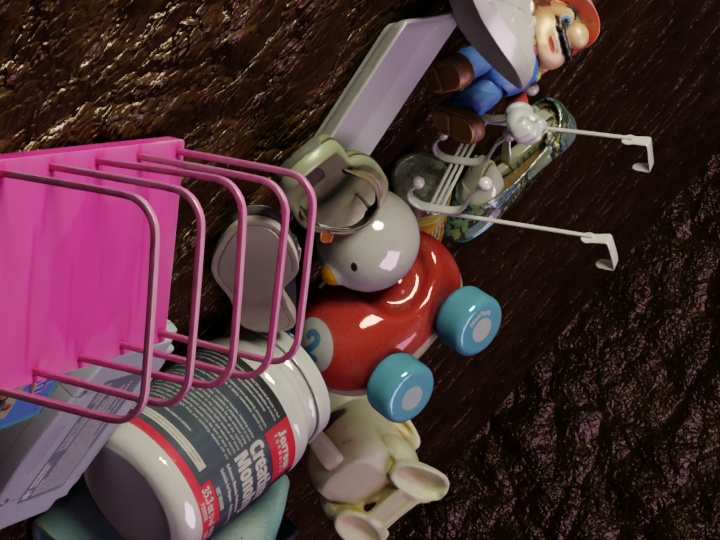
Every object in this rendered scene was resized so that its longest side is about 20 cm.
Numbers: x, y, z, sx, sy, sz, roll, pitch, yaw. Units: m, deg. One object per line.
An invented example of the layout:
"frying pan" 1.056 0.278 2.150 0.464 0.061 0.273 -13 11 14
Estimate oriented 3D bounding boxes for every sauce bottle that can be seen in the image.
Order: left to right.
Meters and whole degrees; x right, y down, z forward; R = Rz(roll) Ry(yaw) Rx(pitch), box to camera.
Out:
"sauce bottle" 0.056 -0.052 1.584 0.065 0.065 0.200 -44 167 -14

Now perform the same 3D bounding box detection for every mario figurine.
"mario figurine" 0.150 -0.193 1.385 0.200 0.106 0.124 -39 162 -34

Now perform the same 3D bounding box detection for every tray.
"tray" 0.003 -0.134 1.282 0.200 0.022 0.107 -55 165 28

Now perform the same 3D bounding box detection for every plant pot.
"plant pot" -0.173 0.257 1.507 0.200 0.196 0.196 -49 169 -28

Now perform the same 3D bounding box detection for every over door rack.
"over door rack" 0.160 -0.098 1.431 0.067 0.199 0.148 90 22 -49

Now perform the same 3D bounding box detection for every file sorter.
"file sorter" -0.124 0.003 0.945 0.200 0.125 0.140 -17 116 -63

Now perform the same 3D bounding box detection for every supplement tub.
"supplement tub" -0.136 0.148 1.393 0.200 0.140 0.141 -37 163 -36

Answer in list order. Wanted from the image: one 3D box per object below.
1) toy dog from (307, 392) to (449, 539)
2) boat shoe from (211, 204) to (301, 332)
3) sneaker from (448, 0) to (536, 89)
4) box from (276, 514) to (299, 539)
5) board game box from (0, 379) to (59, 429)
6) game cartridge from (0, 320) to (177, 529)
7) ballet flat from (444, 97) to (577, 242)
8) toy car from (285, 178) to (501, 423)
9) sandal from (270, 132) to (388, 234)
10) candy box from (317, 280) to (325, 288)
"toy dog" -0.017 0.196 1.811 0.193 0.200 0.140 28 114 -30
"boat shoe" -0.085 -0.013 1.322 0.200 0.072 0.063 87 4 -64
"sneaker" 0.128 -0.230 1.230 0.116 0.074 0.200 -47 152 -5
"box" -0.206 0.351 1.784 0.199 0.123 0.200 -55 163 26
"board game box" -0.244 0.050 0.991 0.152 0.045 0.200 -54 165 23
"game cartridge" -0.235 0.122 1.245 0.200 0.042 0.133 -52 161 18
"ballet flat" 0.157 -0.119 1.738 0.200 0.074 0.074 -46 167 -14
"toy car" 0.000 0.000 1.433 0.177 0.184 0.200 -42 138 -16
"sandal" -0.018 -0.057 1.262 0.080 0.057 0.201 -49 166 7
"candy box" -0.059 0.094 1.660 0.200 0.055 0.115 -50 166 14
